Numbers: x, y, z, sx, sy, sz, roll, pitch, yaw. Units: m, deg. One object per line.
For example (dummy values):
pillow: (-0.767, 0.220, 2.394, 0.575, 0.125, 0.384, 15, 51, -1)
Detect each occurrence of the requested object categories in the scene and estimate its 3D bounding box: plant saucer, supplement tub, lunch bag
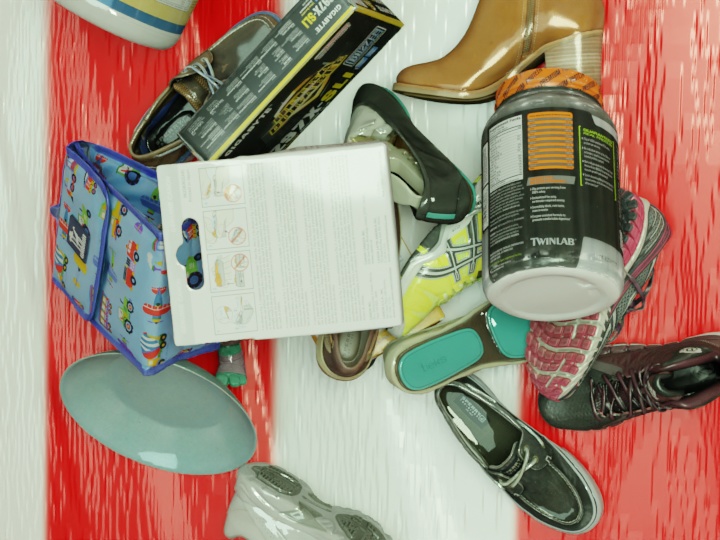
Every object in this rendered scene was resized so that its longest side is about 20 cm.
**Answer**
plant saucer: (-0.192, 0.129, 1.551, 0.201, 0.039, 0.201, 11, 141, 9)
supplement tub: (-0.201, -0.327, 1.509, 0.145, 0.145, 0.200, 30, 101, 12)
supplement tub: (0.166, -0.067, 1.385, 0.122, 0.123, 0.200, -5, 64, 17)
lunch bag: (-0.219, -0.022, 1.478, 0.200, 0.094, 0.151, 32, 126, 35)

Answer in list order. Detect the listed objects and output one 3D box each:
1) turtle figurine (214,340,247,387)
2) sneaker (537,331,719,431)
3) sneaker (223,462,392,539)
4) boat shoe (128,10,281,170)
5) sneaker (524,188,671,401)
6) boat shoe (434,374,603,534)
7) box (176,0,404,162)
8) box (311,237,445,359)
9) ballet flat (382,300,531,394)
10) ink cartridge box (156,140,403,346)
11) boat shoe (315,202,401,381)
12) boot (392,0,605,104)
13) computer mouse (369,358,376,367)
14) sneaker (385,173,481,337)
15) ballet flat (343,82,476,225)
turtle figurine: (-0.153, 0.009, 1.544, 0.150, 0.101, 0.200, 13, 110, 30)
sneaker: (0.247, 0.101, 1.423, 0.200, 0.116, 0.076, -18, 89, 16)
sneaker: (-0.047, 0.273, 1.552, 0.200, 0.078, 0.099, 31, 111, 19)
boat shoe: (-0.147, -0.170, 1.542, 0.072, 0.072, 0.200, 44, 104, 9)
sneaker: (0.219, 0.029, 1.432, 0.081, 0.075, 0.200, 33, 97, 51)
boat shoe: (0.139, 0.176, 1.483, 0.200, 0.071, 0.072, 41, 103, 9)
box: (-0.062, -0.178, 1.472, 0.200, 0.160, 0.049, -45, 82, 14)
box: (-0.019, -0.013, 1.512, 0.119, 0.041, 0.200, -27, 83, -9)
ballet flat: (0.112, 0.062, 1.480, 0.200, 0.069, 0.070, -16, 89, -13)
ink cartridge box: (-0.068, -0.024, 1.385, 0.200, 0.057, 0.163, -5, 96, 0)
boat shoe: (0.000, 0.000, 1.455, 0.072, 0.072, 0.200, 12, 80, -5)
boot: (0.122, -0.234, 1.457, 0.200, 0.077, 0.156, -5, 92, 17)
computer mouse: (-0.027, 0.002, 1.540, 0.059, 0.034, 0.200, -18, 88, 18)
sneaker: (0.098, -0.013, 1.461, 0.076, 0.075, 0.200, 39, 86, 6)
ballet flat: (0.029, -0.110, 1.451, 0.200, 0.068, 0.068, 48, 141, 42)
